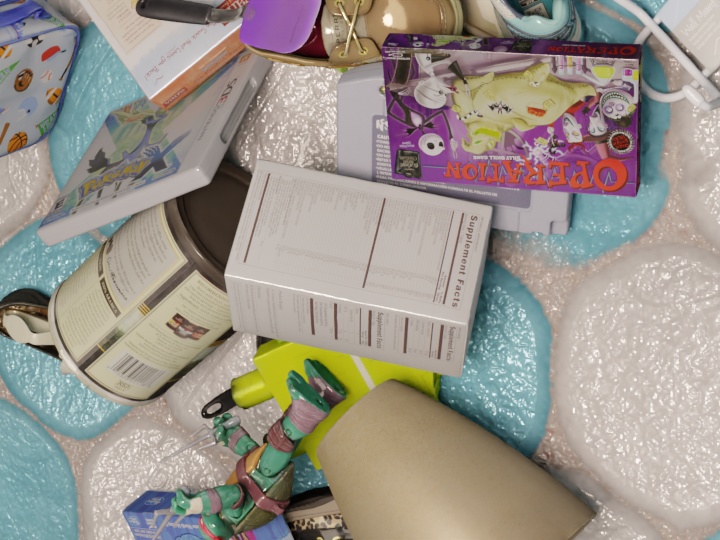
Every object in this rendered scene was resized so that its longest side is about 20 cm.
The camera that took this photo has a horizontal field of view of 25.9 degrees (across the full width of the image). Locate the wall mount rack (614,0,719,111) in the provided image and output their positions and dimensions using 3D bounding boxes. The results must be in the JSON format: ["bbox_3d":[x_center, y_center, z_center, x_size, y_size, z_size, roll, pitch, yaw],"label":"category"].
[{"bbox_3d":[0.245,-0.224,1.166,0.174,0.074,0.200,49,120,14],"label":"wall mount rack"}]

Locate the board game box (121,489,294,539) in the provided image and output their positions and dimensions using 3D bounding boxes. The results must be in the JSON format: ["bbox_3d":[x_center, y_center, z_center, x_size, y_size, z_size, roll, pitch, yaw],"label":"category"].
[{"bbox_3d":[-0.116,0.305,1.472,0.199,0.043,0.200,-6,114,47],"label":"board game box"}]

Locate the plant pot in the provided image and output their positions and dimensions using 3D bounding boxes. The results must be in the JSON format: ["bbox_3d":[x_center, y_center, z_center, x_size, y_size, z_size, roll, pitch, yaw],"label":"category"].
[{"bbox_3d":[0.062,0.193,1.303,0.200,0.187,0.188,47,120,13],"label":"plant pot"}]

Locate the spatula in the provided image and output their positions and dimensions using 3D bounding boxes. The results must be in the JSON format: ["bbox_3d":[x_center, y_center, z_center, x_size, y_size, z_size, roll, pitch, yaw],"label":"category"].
[{"bbox_3d":[-0.118,-0.215,1.313,0.199,0.020,0.057,11,79,39],"label":"spatula"}]

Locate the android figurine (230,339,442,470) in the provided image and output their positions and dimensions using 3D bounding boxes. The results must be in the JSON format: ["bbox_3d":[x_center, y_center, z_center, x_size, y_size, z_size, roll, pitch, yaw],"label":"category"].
[{"bbox_3d":[-0.012,0.099,1.388,0.199,0.041,0.183,-26,104,19],"label":"android figurine"}]

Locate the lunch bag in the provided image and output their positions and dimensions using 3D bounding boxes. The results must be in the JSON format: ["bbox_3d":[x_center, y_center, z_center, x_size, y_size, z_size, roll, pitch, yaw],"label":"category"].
[{"bbox_3d":[-0.358,-0.181,1.479,0.075,0.199,0.161,39,131,20],"label":"lunch bag"}]

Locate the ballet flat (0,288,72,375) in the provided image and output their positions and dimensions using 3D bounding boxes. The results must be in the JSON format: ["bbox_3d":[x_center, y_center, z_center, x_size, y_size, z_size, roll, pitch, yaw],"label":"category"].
[{"bbox_3d":[-0.293,0.073,1.570,0.199,0.068,0.069,16,108,28],"label":"ballet flat"}]

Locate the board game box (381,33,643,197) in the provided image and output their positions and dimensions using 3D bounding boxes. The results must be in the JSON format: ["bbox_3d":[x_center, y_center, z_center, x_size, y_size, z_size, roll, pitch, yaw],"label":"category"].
[{"bbox_3d":[0.117,-0.120,1.211,0.198,0.032,0.121,5,129,16],"label":"board game box"}]

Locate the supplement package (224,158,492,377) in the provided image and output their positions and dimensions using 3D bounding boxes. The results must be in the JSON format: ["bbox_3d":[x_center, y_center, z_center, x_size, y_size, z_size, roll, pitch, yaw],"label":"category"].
[{"bbox_3d":[0.000,0.000,1.286,0.198,0.110,0.115,12,65,6],"label":"supplement package"}]

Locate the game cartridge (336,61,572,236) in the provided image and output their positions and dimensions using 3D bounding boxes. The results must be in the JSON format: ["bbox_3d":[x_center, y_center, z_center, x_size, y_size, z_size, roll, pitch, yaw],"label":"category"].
[{"bbox_3d":[0.078,-0.103,1.274,0.198,0.041,0.134,10,128,13],"label":"game cartridge"}]

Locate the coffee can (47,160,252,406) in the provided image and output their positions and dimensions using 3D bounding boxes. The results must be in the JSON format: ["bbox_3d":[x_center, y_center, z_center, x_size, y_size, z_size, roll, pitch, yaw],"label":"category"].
[{"bbox_3d":[-0.172,0.012,1.435,0.200,0.146,0.147,-39,80,32],"label":"coffee can"}]

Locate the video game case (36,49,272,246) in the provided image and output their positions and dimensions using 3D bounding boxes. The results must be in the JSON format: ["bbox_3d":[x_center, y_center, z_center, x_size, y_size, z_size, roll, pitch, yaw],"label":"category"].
[{"bbox_3d":[-0.184,-0.113,1.404,0.199,0.183,0.022,-19,124,33],"label":"video game case"}]

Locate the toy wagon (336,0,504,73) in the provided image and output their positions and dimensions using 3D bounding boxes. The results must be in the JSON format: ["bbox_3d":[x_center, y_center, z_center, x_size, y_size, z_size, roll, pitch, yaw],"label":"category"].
[{"bbox_3d":[0.049,-0.164,1.323,0.154,0.039,0.201,30,116,23],"label":"toy wagon"}]

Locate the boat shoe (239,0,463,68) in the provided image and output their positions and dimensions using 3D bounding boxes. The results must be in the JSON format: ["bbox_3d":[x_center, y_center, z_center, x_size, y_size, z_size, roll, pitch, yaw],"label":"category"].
[{"bbox_3d":[-0.011,-0.197,1.288,0.198,0.066,0.075,-3,100,33],"label":"boat shoe"}]

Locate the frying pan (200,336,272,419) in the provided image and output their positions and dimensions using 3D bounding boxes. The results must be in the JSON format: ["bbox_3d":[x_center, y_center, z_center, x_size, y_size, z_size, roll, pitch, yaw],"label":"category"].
[{"bbox_3d":[-0.063,0.101,1.454,0.115,0.031,0.191,41,120,15],"label":"frying pan"}]

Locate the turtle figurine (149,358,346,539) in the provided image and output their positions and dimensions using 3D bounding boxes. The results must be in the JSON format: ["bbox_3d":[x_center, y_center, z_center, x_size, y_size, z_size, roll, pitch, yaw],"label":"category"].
[{"bbox_3d":[-0.098,0.168,1.339,0.101,0.150,0.200,40,104,-14],"label":"turtle figurine"}]

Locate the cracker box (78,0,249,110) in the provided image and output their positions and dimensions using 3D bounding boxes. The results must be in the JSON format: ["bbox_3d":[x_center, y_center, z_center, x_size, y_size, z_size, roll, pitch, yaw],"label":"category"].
[{"bbox_3d":[-0.185,-0.264,1.405,0.134,0.058,0.201,-37,79,5],"label":"cracker box"}]

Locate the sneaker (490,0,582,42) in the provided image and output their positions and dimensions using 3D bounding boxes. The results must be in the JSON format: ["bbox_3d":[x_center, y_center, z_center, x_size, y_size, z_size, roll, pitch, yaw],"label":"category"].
[{"bbox_3d":[0.110,-0.257,1.221,0.077,0.086,0.201,-34,79,1],"label":"sneaker"}]

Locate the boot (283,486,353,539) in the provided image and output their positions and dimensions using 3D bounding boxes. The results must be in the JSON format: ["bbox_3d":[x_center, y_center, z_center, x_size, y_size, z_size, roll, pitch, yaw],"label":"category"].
[{"bbox_3d":[-0.021,0.278,1.449,0.199,0.073,0.152,-20,91,30],"label":"boot"}]
